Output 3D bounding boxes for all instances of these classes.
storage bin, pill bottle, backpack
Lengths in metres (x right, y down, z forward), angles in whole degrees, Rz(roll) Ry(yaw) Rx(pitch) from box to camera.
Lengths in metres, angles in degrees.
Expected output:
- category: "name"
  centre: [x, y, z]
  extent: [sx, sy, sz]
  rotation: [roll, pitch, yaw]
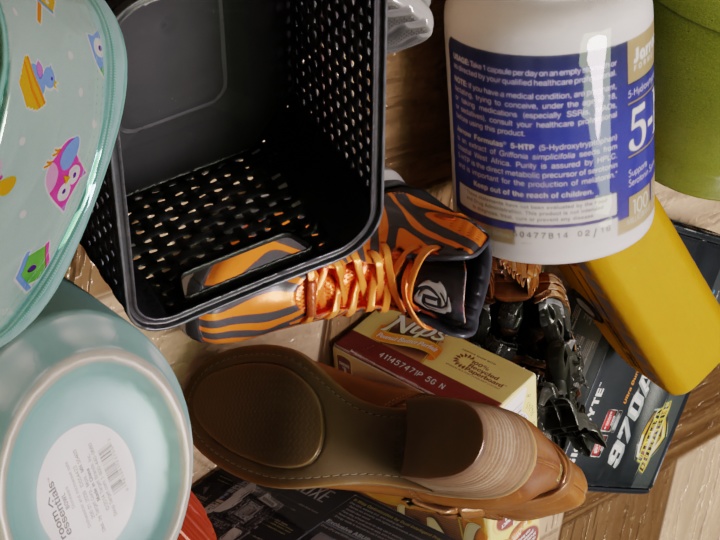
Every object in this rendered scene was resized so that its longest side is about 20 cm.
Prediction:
- category: "storage bin"
  centre: [-0.069, -0.086, 0.982]
  extent: [0.135, 0.094, 0.200]
  rotation: [-22, 140, -20]
- category: "pill bottle"
  centre: [0.107, -0.116, 1.241]
  extent: [0.120, 0.120, 0.200]
  rotation: [-31, 127, -41]
- category: "backpack"
  centre: [-0.183, -0.057, 0.793]
  extent: [0.153, 0.200, 0.176]
  rotation: [18, 95, -58]

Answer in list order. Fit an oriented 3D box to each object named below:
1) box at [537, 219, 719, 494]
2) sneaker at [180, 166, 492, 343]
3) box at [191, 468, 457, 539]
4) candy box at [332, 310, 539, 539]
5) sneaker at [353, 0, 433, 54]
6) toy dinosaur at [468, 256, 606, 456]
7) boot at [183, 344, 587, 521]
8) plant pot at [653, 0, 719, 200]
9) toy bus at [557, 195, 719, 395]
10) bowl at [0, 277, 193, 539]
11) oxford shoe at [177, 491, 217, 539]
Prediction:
- category: "box"
  centre: [0.191, 0.058, 1.554]
  extent: [0.159, 0.046, 0.200]
  rotation: [12, 101, -57]
- category: "sneaker"
  centre: [0.000, 0.000, 1.178]
  extent: [0.200, 0.112, 0.078]
  rotation: [-28, 132, -44]
- category: "box"
  centre: [-0.036, 0.180, 1.168]
  extent: [0.158, 0.200, 0.050]
  rotation: [-33, 132, -41]
- category: "candy box"
  centre: [0.048, 0.128, 1.331]
  extent: [0.055, 0.115, 0.200]
  rotation: [-37, 139, -35]
- category: "sneaker"
  centre: [-0.037, -0.178, 1.068]
  extent: [0.200, 0.075, 0.082]
  rotation: [36, 45, -52]
- category: "toy dinosaur"
  centre: [0.096, 0.043, 1.385]
  extent: [0.200, 0.102, 0.136]
  rotation: [39, 48, -44]
- category: "boot"
  centre: [0.015, 0.099, 1.190]
  extent: [0.155, 0.200, 0.074]
  rotation: [29, 75, -59]
- category: "plant pot"
  centre: [0.236, -0.153, 1.349]
  extent: [0.200, 0.200, 0.193]
  rotation: [-37, 150, -36]
- category: "toy bus"
  centre: [0.166, -0.009, 1.404]
  extent: [0.065, 0.078, 0.200]
  rotation: [-43, 131, -7]
- category: "bowl"
  centre: [-0.151, 0.086, 0.975]
  extent: [0.201, 0.105, 0.201]
  rotation: [-4, 96, -49]
- category: "oxford shoe"
  centre: [-0.121, 0.154, 1.106]
  extent: [0.073, 0.071, 0.200]
  rotation: [-37, -167, 14]
